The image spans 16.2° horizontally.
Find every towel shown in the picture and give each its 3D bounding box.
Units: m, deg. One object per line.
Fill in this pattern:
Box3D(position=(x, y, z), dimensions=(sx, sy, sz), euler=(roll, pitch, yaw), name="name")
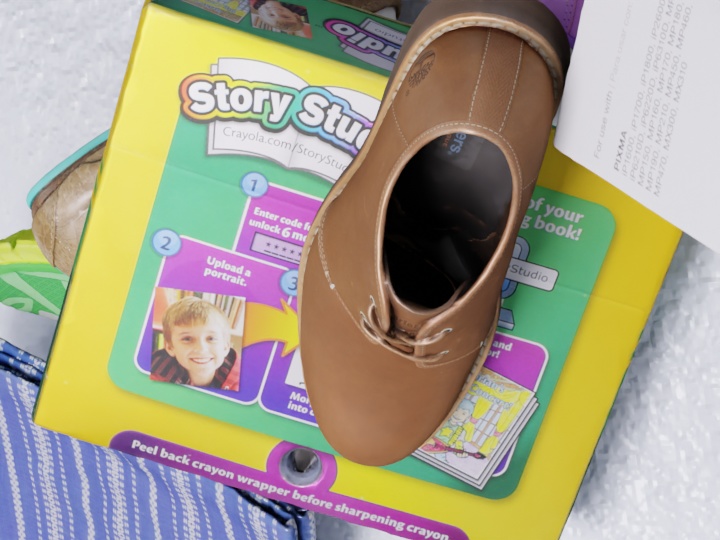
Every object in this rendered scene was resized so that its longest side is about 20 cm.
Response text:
Box3D(position=(-0.097, 0.116, 1.071), dimensions=(0.199, 0.024, 0.145), euler=(25, 136, 31), name="towel")

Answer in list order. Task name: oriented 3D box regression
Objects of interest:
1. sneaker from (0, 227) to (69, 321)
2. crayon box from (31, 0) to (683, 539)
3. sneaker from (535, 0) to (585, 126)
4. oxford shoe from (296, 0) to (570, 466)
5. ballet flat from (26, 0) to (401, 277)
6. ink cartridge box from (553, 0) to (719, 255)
Box3D(position=(-0.078, 0.025, 1.025), dimensions=(0.199, 0.074, 0.084), euler=(13, 107, 34), name="sneaker")
Box3D(position=(0.000, 0.000, 0.909), dimensions=(0.199, 0.058, 0.173), euler=(17, 116, -4), name="crayon box")
Box3D(position=(0.047, -0.133, 0.817), dimensions=(0.201, 0.114, 0.073), euler=(51, 146, -10), name="sneaker")
Box3D(position=(0.014, 0.004, 0.822), dimensions=(0.071, 0.072, 0.201), euler=(14, 135, 0), name="oxford shoe")
Box3D(position=(-0.038, -0.058, 0.950), dimensions=(0.200, 0.068, 0.072), euler=(-41, 78, 10), name="ballet flat")
Box3D(position=(0.171, -0.037, 0.726), dimensions=(0.200, 0.147, 0.086), euler=(41, 125, 50), name="ink cartridge box")
